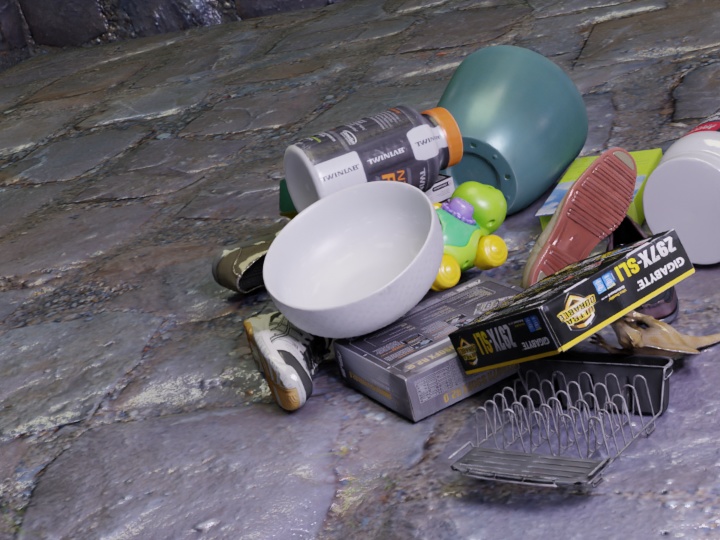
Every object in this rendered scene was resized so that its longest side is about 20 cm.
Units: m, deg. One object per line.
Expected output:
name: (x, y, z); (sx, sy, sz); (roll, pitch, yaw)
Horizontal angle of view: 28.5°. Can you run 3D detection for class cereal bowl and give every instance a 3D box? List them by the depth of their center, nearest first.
cereal bowl: (0.000, 0.000, 1.499); (0.198, 0.084, 0.201); (-17, 36, 13)

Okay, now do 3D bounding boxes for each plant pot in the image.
plant pot: (0.176, -0.164, 1.842); (0.199, 0.202, 0.161); (-1, 36, 33)

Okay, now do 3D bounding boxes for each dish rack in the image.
dish rack: (0.173, 0.129, 1.239); (0.152, 0.055, 0.199); (-1, 17, 35)

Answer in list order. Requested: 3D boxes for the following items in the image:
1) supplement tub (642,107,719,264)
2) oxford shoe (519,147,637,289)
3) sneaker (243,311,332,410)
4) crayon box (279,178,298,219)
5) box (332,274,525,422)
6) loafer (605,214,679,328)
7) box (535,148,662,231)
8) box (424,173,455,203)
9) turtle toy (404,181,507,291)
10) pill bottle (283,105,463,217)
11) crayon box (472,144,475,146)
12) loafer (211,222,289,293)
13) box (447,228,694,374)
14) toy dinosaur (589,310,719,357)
supplement tub: (0.414, -0.103, 1.579); (0.139, 0.142, 0.200); (3, 26, 40)
oxford shoe: (0.232, -0.050, 1.563); (0.201, 0.071, 0.074); (-54, 14, -11)
sneaker: (-0.069, 0.082, 1.518); (0.087, 0.076, 0.200); (-18, 21, -8)
crayon box: (0.007, -0.094, 1.887); (0.198, 0.051, 0.127); (-4, -12, 23)
box: (0.094, 0.075, 1.462); (0.199, 0.049, 0.158); (-24, 22, -23)
loafer: (0.289, -0.002, 1.508); (0.071, 0.064, 0.200); (-13, 20, 5)
box: (0.300, -0.092, 1.762); (0.121, 0.048, 0.200); (-5, 22, 26)
box: (0.032, -0.030, 1.695); (0.199, 0.111, 0.035); (-23, 21, -24)
turtle toy: (0.093, -0.036, 1.624); (0.199, 0.102, 0.145); (-23, 2, -35)
pill bottle: (0.019, -0.126, 1.640); (0.199, 0.107, 0.106); (-22, 21, -21)
crayon box: (0.109, -0.182, 2.119); (0.171, 0.059, 0.200); (-5, 23, 23)
loafer: (-0.088, -0.015, 1.812); (0.198, 0.076, 0.070); (-23, 35, -14)
box: (0.189, 0.032, 1.310); (0.159, 0.050, 0.200); (-27, 0, -23)
toy dinosaur: (0.283, 0.068, 1.345); (0.199, 0.059, 0.101); (2, 6, -41)
